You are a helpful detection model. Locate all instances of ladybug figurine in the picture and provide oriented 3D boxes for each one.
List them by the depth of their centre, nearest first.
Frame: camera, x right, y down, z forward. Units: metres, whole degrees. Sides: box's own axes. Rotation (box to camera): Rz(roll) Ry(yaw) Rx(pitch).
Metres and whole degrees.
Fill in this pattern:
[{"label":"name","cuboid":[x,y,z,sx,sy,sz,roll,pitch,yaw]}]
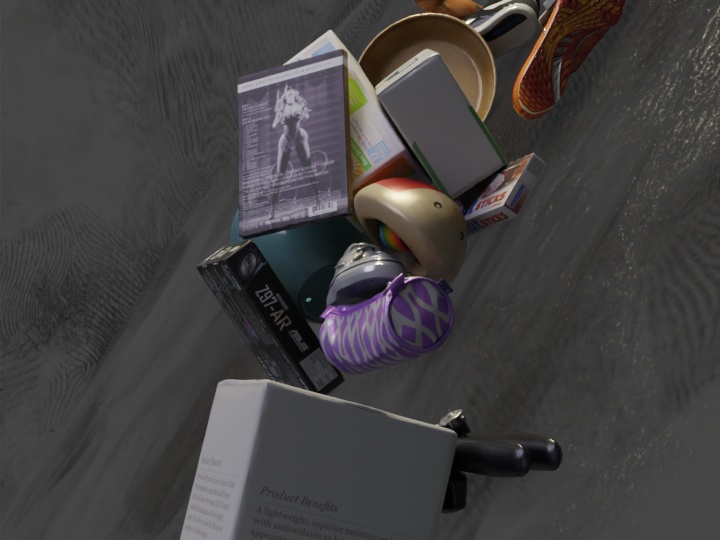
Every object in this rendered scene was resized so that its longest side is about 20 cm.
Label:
[{"label":"ladybug figurine","cuboid":[0.059,-0.050,1.624,0.072,0.136,0.200,-43,18,-10]}]

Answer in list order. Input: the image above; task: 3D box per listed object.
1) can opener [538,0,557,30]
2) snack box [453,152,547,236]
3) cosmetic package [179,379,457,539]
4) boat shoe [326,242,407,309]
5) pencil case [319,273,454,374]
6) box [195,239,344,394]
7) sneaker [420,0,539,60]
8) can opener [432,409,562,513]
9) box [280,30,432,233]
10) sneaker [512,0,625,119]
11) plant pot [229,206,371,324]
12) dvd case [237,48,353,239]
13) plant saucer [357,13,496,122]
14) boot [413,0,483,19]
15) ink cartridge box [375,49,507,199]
[{"label":"can opener","cuboid":[0.291,-0.346,1.758,0.200,0.053,0.067,-47,47,27]},{"label":"snack box","cuboid":[0.136,-0.075,1.644,0.072,0.024,0.200,-59,14,-19]},{"label":"cosmetic package","cuboid":[-0.044,0.203,1.170,0.165,0.163,0.203,166,119,-70]},{"label":"boat shoe","cuboid":[0.000,0.000,1.647,0.200,0.073,0.068,148,127,-67]},{"label":"pencil case","cuboid":[0.023,0.059,1.573,0.084,0.085,0.200,-52,11,-25]},{"label":"box","cuboid":[-0.111,0.062,1.779,0.043,0.201,0.160,-35,8,-17]},{"label":"sneaker","cuboid":[0.160,-0.320,2.017,0.198,0.073,0.112,-21,25,26]},{"label":"can opener","cuboid":[0.101,0.148,1.183,0.063,0.080,0.199,-17,-2,-28]},{"label":"box","cuboid":[-0.017,-0.164,1.762,0.112,0.201,0.101,-35,-28,7]},{"label":"sneaker","cuboid":[0.232,-0.263,1.685,0.201,0.073,0.077,-53,3,-5]},{"label":"plant pot","cuboid":[-0.052,-0.013,1.837,0.201,0.199,0.135,-49,37,19]},{"label":"dvd case","cuboid":[-0.077,-0.146,1.715,0.147,0.016,0.203,-12,71,27]},{"label":"plant saucer","cuboid":[0.086,-0.237,1.947,0.201,0.199,0.035,-54,-22,0]},{"label":"boot","cuboid":[0.127,-0.391,2.163,0.074,0.154,0.200,-52,14,7]},{"label":"ink cartridge box","cuboid":[0.089,-0.171,1.704,0.087,0.146,0.200,-33,9,7]}]
